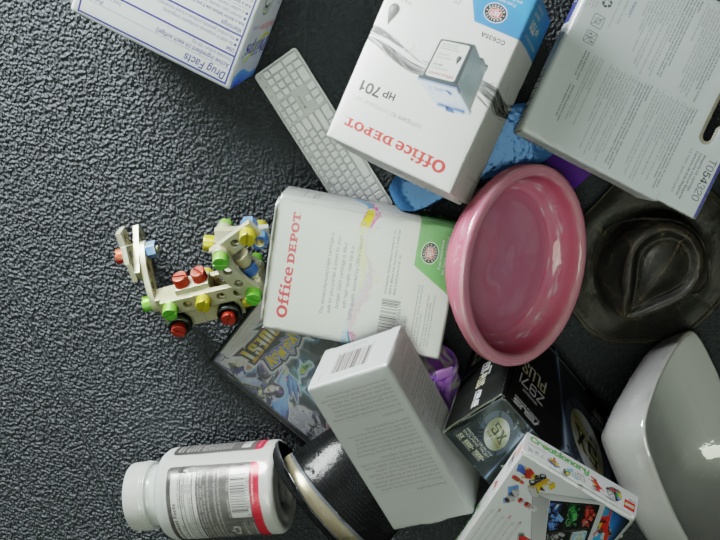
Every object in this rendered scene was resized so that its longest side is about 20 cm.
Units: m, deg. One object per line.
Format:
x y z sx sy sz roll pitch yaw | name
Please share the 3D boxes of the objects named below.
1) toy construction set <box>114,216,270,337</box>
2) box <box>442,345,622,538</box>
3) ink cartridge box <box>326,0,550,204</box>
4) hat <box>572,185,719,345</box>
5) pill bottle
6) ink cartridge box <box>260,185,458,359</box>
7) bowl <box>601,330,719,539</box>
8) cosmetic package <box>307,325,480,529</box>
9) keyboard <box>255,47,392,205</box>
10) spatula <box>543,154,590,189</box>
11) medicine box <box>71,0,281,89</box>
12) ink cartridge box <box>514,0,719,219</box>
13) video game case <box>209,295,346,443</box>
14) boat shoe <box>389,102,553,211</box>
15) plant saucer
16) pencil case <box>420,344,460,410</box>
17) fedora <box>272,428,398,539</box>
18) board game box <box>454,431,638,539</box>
-0.188 0.001 1.076 0.196 0.093 0.133 -2 133 18 | toy construction set
0.197 0.180 1.028 0.086 0.164 0.201 -36 100 31 | box
0.076 -0.188 0.927 0.145 0.086 0.203 26 93 17 | ink cartridge box
0.307 0.003 0.999 0.196 0.081 0.205 3 110 8 | hat
-0.184 0.269 1.157 0.196 0.111 0.113 -6 108 12 | pill bottle
0.000 0.000 1.026 0.196 0.088 0.148 9 102 0 | ink cartridge box
0.330 0.189 1.013 0.074 0.200 0.203 -13 111 41 | bowl
0.040 0.168 0.998 0.100 0.072 0.202 -18 113 27 | cosmetic package
-0.039 -0.143 1.045 0.056 0.011 0.202 -29 102 18 | keyboard
0.178 -0.081 1.023 0.199 0.021 0.056 -40 109 22 | spatula
-0.165 -0.318 0.956 0.180 0.103 0.202 26 112 0 | medicine box
0.280 -0.182 0.931 0.197 0.043 0.199 26 93 -5 | ink cartridge box
-0.054 0.094 1.121 0.180 0.026 0.201 39 110 -5 | video game case
0.121 -0.127 0.994 0.196 0.069 0.086 -17 96 11 | boat shoe
0.153 -0.008 0.963 0.050 0.198 0.205 14 117 46 | plant saucer
0.082 0.183 1.084 0.082 0.086 0.204 -17 116 -14 | pencil case
-0.008 0.251 1.090 0.091 0.201 0.201 -42 98 0 | fedora
0.177 0.270 0.965 0.125 0.035 0.202 30 124 5 | board game box
